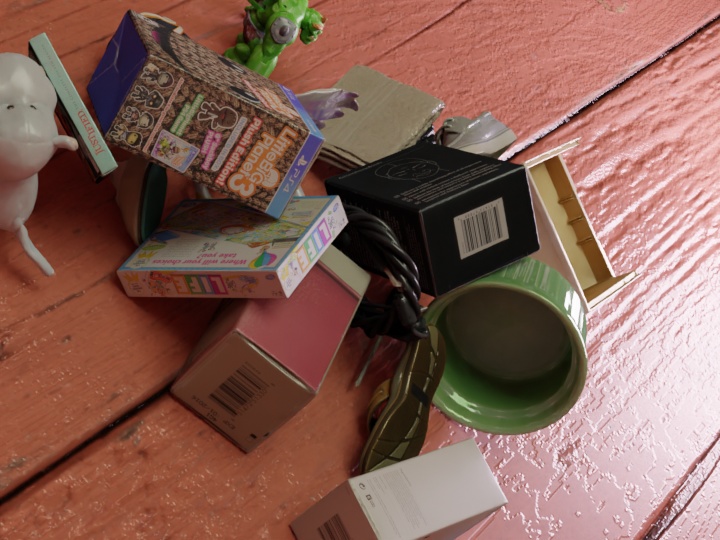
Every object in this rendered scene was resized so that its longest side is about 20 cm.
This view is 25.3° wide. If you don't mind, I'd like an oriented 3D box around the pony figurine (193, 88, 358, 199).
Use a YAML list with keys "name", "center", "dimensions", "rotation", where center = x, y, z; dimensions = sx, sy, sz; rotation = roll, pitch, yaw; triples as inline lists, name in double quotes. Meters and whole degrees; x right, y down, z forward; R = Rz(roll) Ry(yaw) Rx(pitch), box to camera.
- name: "pony figurine"
  center: [-0.109, -0.134, 1.800]
  dimensions: [0.193, 0.166, 0.200]
  rotation: [0, 73, -35]

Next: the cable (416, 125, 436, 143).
- name: "cable"
  center: [0.094, -0.097, 2.021]
  dimensions: [0.163, 0.051, 0.200]
  rotation: [52, 35, -3]

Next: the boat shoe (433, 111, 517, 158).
- name: "boat shoe"
  center: [0.126, -0.157, 2.002]
  dimensions: [0.072, 0.070, 0.201]
  rotation: [48, 31, 9]

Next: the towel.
- name: "towel"
  center: [0.009, -0.182, 1.980]
  dimensions: [0.132, 0.035, 0.200]
  rotation: [26, 42, 14]

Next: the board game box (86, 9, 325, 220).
- name: "board game box"
  center: [-0.158, -0.158, 1.609]
  dimensions: [0.200, 0.097, 0.159]
  rotation: [24, 16, -26]

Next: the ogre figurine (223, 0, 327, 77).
- name: "ogre figurine"
  center: [-0.109, -0.295, 1.943]
  dimensions: [0.098, 0.120, 0.200]
  rotation: [45, 38, -4]

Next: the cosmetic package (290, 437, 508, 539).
- name: "cosmetic package"
  center: [0.041, 0.245, 1.627]
  dimensions: [0.200, 0.108, 0.085]
  rotation: [-10, 65, -46]

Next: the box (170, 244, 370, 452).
- name: "box"
  center: [-0.090, 0.064, 1.641]
  dimensions: [0.109, 0.128, 0.200]
  rotation: [39, 38, -11]

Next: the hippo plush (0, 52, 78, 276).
- name: "hippo plush"
  center: [-0.354, -0.116, 1.490]
  dimensions: [0.159, 0.161, 0.200]
  rotation: [2, 69, -21]

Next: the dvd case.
- name: "dvd case"
  center: [-0.288, -0.157, 1.594]
  dimensions: [0.022, 0.200, 0.146]
  rotation: [-29, 96, -9]

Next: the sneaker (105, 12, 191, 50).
- name: "sneaker"
  center: [-0.254, -0.235, 1.788]
  dimensions: [0.079, 0.078, 0.200]
  rotation: [54, 27, 0]

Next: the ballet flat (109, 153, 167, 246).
- name: "ballet flat"
  center: [-0.232, -0.119, 1.710]
  dimensions: [0.069, 0.069, 0.200]
  rotation: [26, 65, -26]

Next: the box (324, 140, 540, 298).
- name: "box"
  center: [0.078, -0.062, 1.811]
  dimensions: [0.148, 0.200, 0.107]
  rotation: [-23, 114, -26]

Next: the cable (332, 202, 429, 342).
- name: "cable"
  center: [0.000, 0.000, 1.749]
  dimensions: [0.051, 0.200, 0.163]
  rotation: [-33, 113, -18]

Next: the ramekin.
- name: "ramekin"
  center: [0.164, 0.079, 1.823]
  dimensions: [0.200, 0.200, 0.098]
  rotation: [41, 31, -8]

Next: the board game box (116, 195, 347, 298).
- name: "board game box"
  center: [-0.130, -0.025, 1.621]
  dimensions: [0.134, 0.200, 0.034]
  rotation: [-52, 132, -44]

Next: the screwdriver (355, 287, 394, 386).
- name: "screwdriver"
  center: [0.028, 0.069, 1.825]
  dimensions: [0.028, 0.029, 0.200]
  rotation: [40, 33, -9]

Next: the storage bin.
- name: "storage bin"
  center: [0.255, -0.050, 2.055]
  dimensions: [0.198, 0.094, 0.200]
  rotation: [-26, 92, -55]

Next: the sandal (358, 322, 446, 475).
- name: "sandal"
  center: [0.038, 0.146, 1.738]
  dimensions: [0.080, 0.054, 0.200]
  rotation: [50, 50, -43]
